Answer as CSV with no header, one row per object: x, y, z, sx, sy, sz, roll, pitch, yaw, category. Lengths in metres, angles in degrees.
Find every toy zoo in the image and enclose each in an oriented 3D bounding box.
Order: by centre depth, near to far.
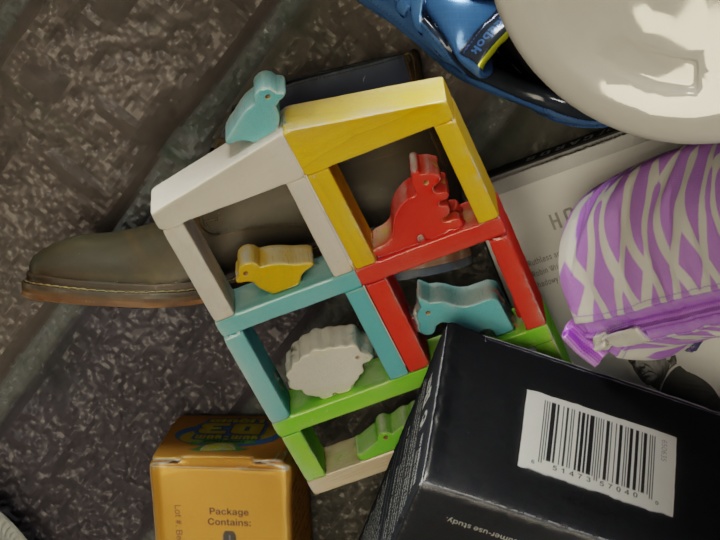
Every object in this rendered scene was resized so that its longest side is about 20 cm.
0.000,0.000,0.939,0.130,0.021,0.201,-19,125,10,toy zoo

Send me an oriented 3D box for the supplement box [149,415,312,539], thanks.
-0.054,0.169,1.048,0.066,0.069,0.202,1,109,9,supplement box

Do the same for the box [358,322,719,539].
0.069,0.145,0.962,0.147,0.105,0.201,19,128,-4,box

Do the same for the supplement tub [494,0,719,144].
0.124,-0.149,0.833,0.144,0.200,0.146,3,118,6,supplement tub

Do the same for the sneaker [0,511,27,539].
-0.190,0.213,1.085,0.146,0.081,0.201,-29,104,26,sneaker

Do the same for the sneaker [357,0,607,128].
0.033,-0.124,0.934,0.199,0.078,0.066,32,112,1,sneaker

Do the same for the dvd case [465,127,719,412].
0.150,0.028,0.988,0.149,0.025,0.201,-19,102,15,dvd case

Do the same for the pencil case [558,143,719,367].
0.141,-0.009,0.865,0.084,0.200,0.086,46,72,-7,pencil case

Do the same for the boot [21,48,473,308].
-0.055,-0.038,0.986,0.198,0.075,0.098,-7,97,2,boot
